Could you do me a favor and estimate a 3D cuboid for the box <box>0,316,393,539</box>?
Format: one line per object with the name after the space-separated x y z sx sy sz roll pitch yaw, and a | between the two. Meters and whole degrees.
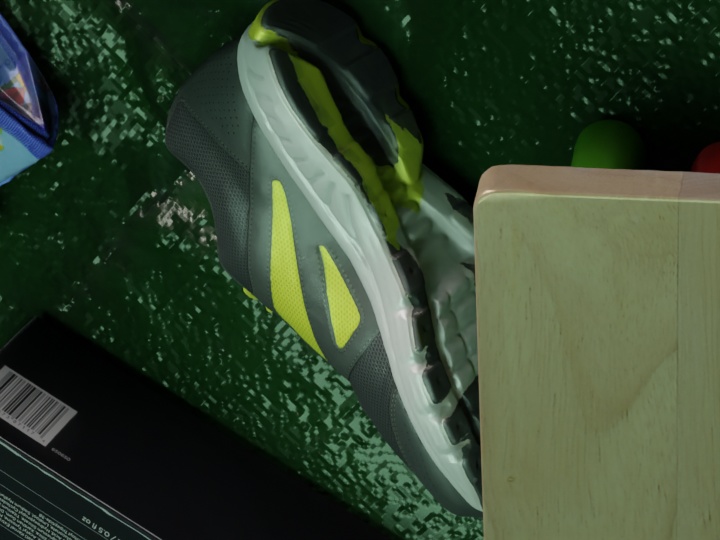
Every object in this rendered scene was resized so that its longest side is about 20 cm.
-0.085 0.134 1.199 0.199 0.079 0.142 32 126 7 | box

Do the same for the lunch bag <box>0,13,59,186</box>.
-0.215 -0.082 1.147 0.150 0.094 0.200 -30 114 37 | lunch bag

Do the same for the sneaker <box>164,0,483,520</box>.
0.000 0.000 1.081 0.084 0.074 0.201 -23 94 45 | sneaker

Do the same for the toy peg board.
0.145 0.040 1.022 0.198 0.098 0.201 2 121 9 | toy peg board
